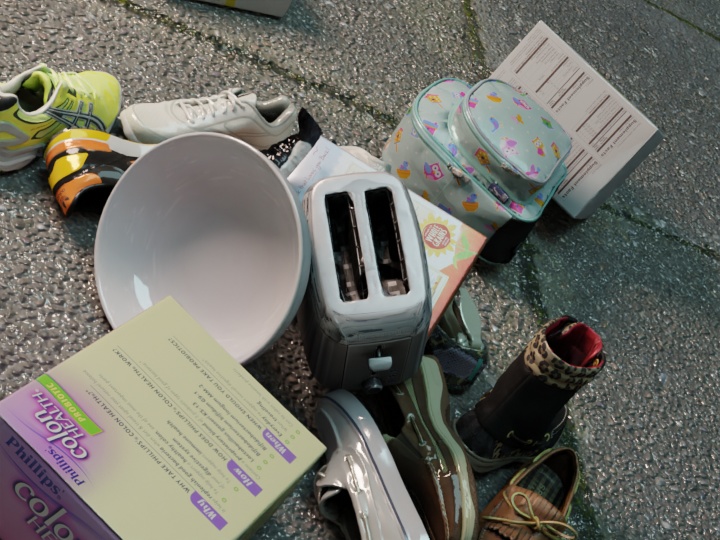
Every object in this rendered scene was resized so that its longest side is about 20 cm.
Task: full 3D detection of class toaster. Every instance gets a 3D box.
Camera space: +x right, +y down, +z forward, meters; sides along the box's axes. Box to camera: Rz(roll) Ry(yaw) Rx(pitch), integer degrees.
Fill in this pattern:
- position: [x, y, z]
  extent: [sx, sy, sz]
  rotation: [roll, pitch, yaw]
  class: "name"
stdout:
- position: [0.000, 0.000, 1.030]
  extent: [0.112, 0.129, 0.202]
  rotation: [-5, 69, -9]
  class: "toaster"

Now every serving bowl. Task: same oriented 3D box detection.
- position: [-0.125, -0.012, 0.992]
  extent: [0.200, 0.200, 0.066]
  rotation: [50, 14, 17]
  class: "serving bowl"

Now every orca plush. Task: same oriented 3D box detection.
- position: [-0.120, -0.075, 1.075]
  extent: [0.071, 0.200, 0.105]
  rotation: [40, 2, -8]
  class: "orca plush"

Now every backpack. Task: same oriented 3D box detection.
- position: [0.134, -0.132, 1.363]
  extent: [0.199, 0.154, 0.176]
  rotation: [34, 40, 7]
  class: "backpack"

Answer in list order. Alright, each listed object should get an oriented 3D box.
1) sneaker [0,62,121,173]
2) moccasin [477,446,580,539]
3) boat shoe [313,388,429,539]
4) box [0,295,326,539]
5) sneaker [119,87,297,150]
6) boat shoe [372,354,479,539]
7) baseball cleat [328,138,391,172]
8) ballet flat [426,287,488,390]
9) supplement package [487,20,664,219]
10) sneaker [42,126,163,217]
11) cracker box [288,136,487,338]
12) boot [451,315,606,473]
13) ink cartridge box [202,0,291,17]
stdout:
- position: [-0.283, -0.153, 1.096]
  extent: [0.075, 0.077, 0.200]
  rotation: [39, 34, 5]
  class: "sneaker"
- position: [0.151, 0.224, 1.048]
  extent: [0.074, 0.078, 0.201]
  rotation: [44, 36, 9]
  class: "moccasin"
- position: [-0.006, 0.183, 0.972]
  extent: [0.065, 0.072, 0.201]
  rotation: [-12, 50, -20]
  class: "boat shoe"
- position: [-0.155, 0.143, 0.857]
  extent: [0.176, 0.097, 0.200]
  rotation: [43, 35, 7]
  class: "box"
- position: [-0.153, -0.155, 1.209]
  extent: [0.199, 0.081, 0.076]
  rotation: [-1, 52, -40]
  class: "sneaker"
- position: [0.048, 0.165, 1.044]
  extent: [0.074, 0.075, 0.203]
  rotation: [1, 44, -15]
  class: "boat shoe"
- position: [0.006, -0.054, 1.209]
  extent: [0.200, 0.106, 0.070]
  rotation: [52, 8, 18]
  class: "baseball cleat"
- position: [0.082, 0.027, 1.218]
  extent: [0.072, 0.072, 0.201]
  rotation: [4, 47, -38]
  class: "ballet flat"
- position: [0.263, -0.188, 1.511]
  extent: [0.200, 0.151, 0.152]
  rotation: [46, 14, 11]
  class: "supplement package"
- position: [-0.194, -0.073, 1.097]
  extent: [0.198, 0.070, 0.091]
  rotation: [5, 52, -32]
  class: "sneaker"
- position: [0.004, -0.022, 1.140]
  extent: [0.199, 0.058, 0.134]
  rotation: [32, 69, 6]
  class: "cracker box"
- position: [0.177, 0.114, 1.126]
  extent: [0.199, 0.151, 0.073]
  rotation: [-3, 48, -51]
  class: "boot"
- position: [-0.182, -0.406, 1.462]
  extent: [0.199, 0.084, 0.146]
  rotation: [2, 48, -40]
  class: "ink cartridge box"
